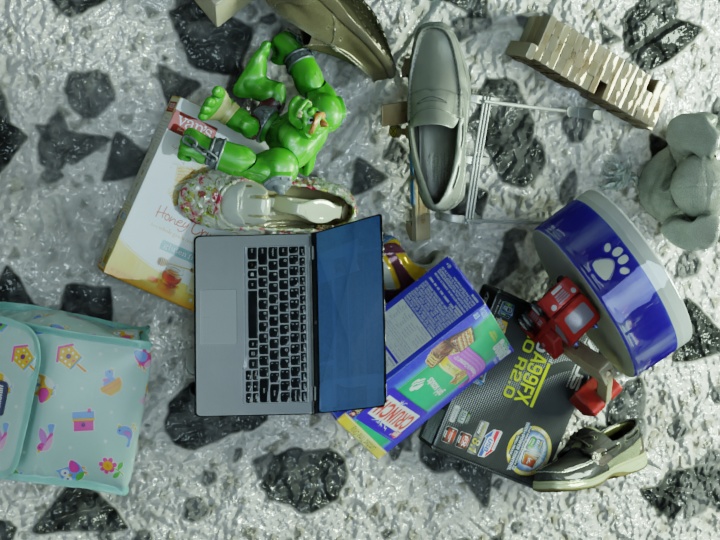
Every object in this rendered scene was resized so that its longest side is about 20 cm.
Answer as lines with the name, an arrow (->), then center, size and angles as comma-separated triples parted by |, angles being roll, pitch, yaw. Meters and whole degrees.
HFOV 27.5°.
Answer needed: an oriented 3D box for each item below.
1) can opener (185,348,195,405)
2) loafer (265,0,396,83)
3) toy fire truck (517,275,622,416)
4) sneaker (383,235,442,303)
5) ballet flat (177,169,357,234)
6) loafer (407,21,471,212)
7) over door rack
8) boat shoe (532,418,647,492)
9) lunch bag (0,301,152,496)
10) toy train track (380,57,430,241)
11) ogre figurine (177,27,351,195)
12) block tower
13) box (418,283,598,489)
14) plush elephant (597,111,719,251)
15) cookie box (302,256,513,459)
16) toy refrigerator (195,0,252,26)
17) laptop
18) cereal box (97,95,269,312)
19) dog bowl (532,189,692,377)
can opener -> -0.100, 0.091, 1.619 | 0.198, 0.053, 0.067 | -17, 140, -16
loafer -> -0.031, -0.261, 1.548 | 0.067, 0.077, 0.200 | -29, 137, 18
toy fire truck -> 0.242, 0.088, 1.644 | 0.049, 0.200, 0.141 | -41, 82, -10
sneaker -> 0.000, 0.000, 1.623 | 0.198, 0.075, 0.091 | 10, 97, -31
ballet flat -> -0.090, -0.072, 1.539 | 0.198, 0.064, 0.077 | -1, 103, -25
loafer -> 0.083, -0.164, 1.566 | 0.069, 0.070, 0.203 | -5, 95, 12
over door rack -> 0.174, -0.122, 1.674 | 0.198, 0.066, 0.150 | 3, 101, -35
boat shoe -> 0.270, 0.218, 1.744 | 0.200, 0.071, 0.067 | -7, 92, -45
lunch bag -> -0.322, 0.126, 1.498 | 0.198, 0.122, 0.172 | 10, 98, -14
toy train track -> 0.057, -0.135, 1.631 | 0.114, 0.032, 0.203 | -12, 104, -40
ogre figurine -> -0.088, -0.158, 1.518 | 0.119, 0.200, 0.098 | 35, 127, 3
block tower -> 0.267, -0.228, 1.690 | 0.198, 0.054, 0.058 | 24, 90, -23
box -> 0.178, 0.138, 1.728 | 0.159, 0.044, 0.202 | 24, 91, -22
plush elephant -> 0.399, -0.100, 1.708 | 0.198, 0.155, 0.167 | -1, 100, -21
cookie box -> 0.055, 0.099, 1.595 | 0.199, 0.075, 0.171 | -38, 154, 1
toy refrigerator -> -0.094, -0.347, 1.516 | 0.199, 0.070, 0.076 | -40, 84, -11
laptop -> -0.075, 0.048, 1.477 | 0.197, 0.116, 0.190 | -1, 81, 0
cereal box -> -0.174, -0.065, 1.560 | 0.143, 0.039, 0.202 | 23, 91, -24
dog bowl -> 0.277, 0.015, 1.627 | 0.078, 0.200, 0.201 | -34, 110, -4
